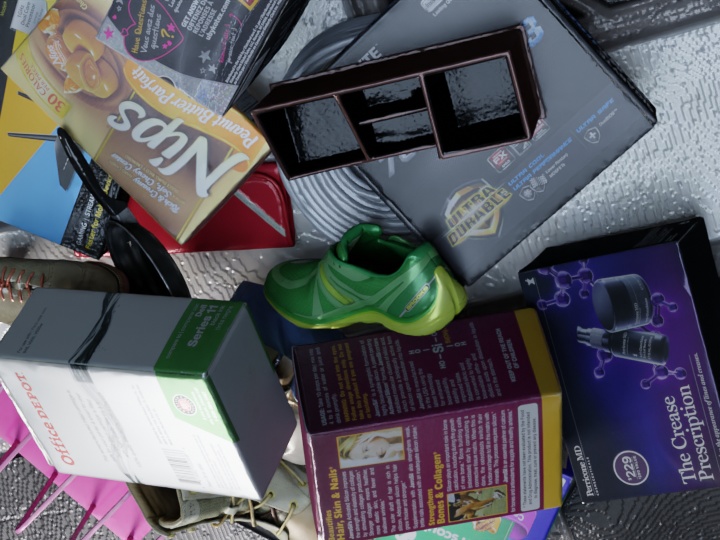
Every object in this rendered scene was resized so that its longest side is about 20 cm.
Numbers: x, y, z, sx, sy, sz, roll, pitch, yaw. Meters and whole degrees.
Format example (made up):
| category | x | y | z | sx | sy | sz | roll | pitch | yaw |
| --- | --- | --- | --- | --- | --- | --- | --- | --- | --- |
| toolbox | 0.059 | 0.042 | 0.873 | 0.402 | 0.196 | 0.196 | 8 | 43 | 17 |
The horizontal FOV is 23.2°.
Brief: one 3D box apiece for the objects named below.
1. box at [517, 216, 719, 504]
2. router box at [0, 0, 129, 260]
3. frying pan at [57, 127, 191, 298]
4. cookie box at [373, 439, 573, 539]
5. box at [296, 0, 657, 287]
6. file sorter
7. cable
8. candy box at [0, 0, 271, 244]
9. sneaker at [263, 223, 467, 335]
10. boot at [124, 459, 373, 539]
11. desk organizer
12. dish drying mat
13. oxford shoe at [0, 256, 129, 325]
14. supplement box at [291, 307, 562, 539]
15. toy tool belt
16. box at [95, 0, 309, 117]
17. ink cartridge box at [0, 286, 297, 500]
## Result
| category | x | y | z | sx | sy | sz | roll | pitch | yaw |
| --- | --- | --- | --- | --- | --- | --- | --- | --- | --- |
| box | 0.224 | 0.074 | 1.404 | 0.140 | 0.079 | 0.202 | -11 | 101 | 31 |
| router box | -0.247 | -0.129 | 1.444 | 0.148 | 0.051 | 0.201 | 21 | 109 | 3 |
| frying pan | -0.188 | -0.025 | 1.408 | 0.031 | 0.115 | 0.191 | -31 | 88 | -21 |
| cookie box | 0.074 | 0.212 | 1.524 | 0.170 | 0.075 | 0.201 | 21 | 116 | 1 |
| box | 0.086 | -0.124 | 1.320 | 0.200 | 0.050 | 0.199 | -40 | 100 | 19 |
| file sorter | -0.250 | 0.166 | 1.541 | 0.200 | 0.126 | 0.139 | 41 | 115 | -8 |
| cable | 0.025 | -0.103 | 1.401 | 0.198 | 0.069 | 0.202 | 4 | 114 | 9 |
| candy box | -0.168 | -0.133 | 1.371 | 0.200 | 0.055 | 0.115 | 44 | 110 | -4 |
| sneaker | 0.000 | 0.000 | 1.378 | 0.199 | 0.074 | 0.084 | 1 | 121 | 44 |
| boot | -0.097 | 0.197 | 1.471 | 0.200 | 0.154 | 0.072 | 41 | 117 | 25 |
| desk organizer | 0.027 | -0.114 | 1.266 | 0.198 | 0.077 | 0.072 | -12 | 106 | 15 |
| dish drying mat | -0.156 | -0.051 | 1.488 | 0.198 | 0.018 | 0.078 | -3 | 112 | 12 |
| oxford shoe | -0.269 | 0.022 | 1.461 | 0.199 | 0.074 | 0.071 | -2 | 78 | 45 |
| supplement box | 0.053 | 0.123 | 1.373 | 0.198 | 0.104 | 0.132 | -8 | 131 | -4 |
| toy tool belt | -0.077 | 0.063 | 1.457 | 0.199 | 0.125 | 0.123 | 28 | 140 | 0 |
| box | -0.098 | -0.220 | 1.303 | 0.114 | 0.200 | 0.133 | 32 | 115 | -2 |
| ink cartridge box | -0.169 | 0.095 | 1.376 | 0.198 | 0.083 | 0.147 | 4 | 136 | 25 |
